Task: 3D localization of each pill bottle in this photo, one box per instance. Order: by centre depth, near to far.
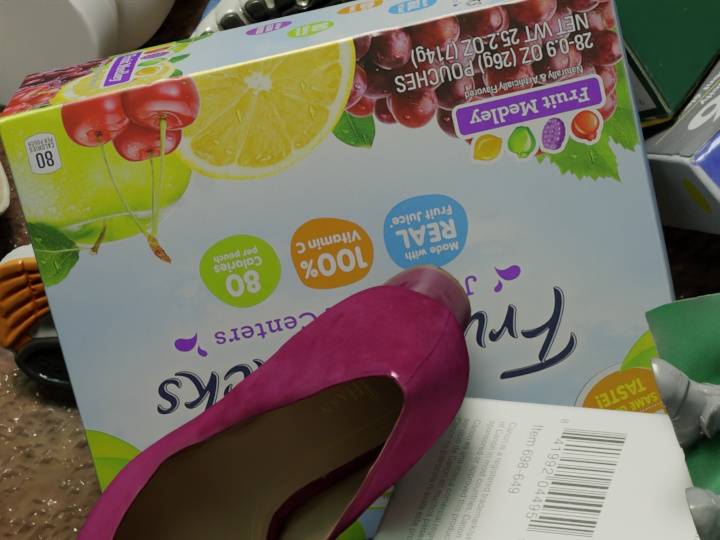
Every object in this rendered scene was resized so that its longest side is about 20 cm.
[{"bbox_3d":[-0.122,-0.165,1.068,0.108,0.109,0.201,1,42,20],"label":"pill bottle"}]

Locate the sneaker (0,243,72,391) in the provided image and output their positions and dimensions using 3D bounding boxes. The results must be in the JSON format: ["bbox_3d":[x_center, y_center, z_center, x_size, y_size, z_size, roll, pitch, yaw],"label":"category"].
[{"bbox_3d":[-0.036,-0.004,0.880,0.198,0.076,0.092,4,34,18],"label":"sneaker"}]

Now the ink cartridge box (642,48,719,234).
[{"bbox_3d":[0.178,-0.091,0.821,0.197,0.047,0.200,-42,10,-7],"label":"ink cartridge box"}]

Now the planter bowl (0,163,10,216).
[{"bbox_3d":[-0.256,-0.049,0.934,0.135,0.200,0.200,-44,39,8],"label":"planter bowl"}]

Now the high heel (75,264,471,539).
[{"bbox_3d":[-0.044,0.077,0.713,0.200,0.067,0.096,-51,1,17],"label":"high heel"}]

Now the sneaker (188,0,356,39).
[{"bbox_3d":[0.010,-0.128,0.856,0.199,0.079,0.089,-36,27,14],"label":"sneaker"}]

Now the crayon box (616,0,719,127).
[{"bbox_3d":[0.073,-0.113,0.920,0.199,0.058,0.173,-12,32,48],"label":"crayon box"}]

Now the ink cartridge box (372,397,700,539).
[{"bbox_3d":[0.100,0.119,0.673,0.199,0.085,0.146,3,44,23],"label":"ink cartridge box"}]

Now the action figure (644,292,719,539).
[{"bbox_3d":[0.180,0.023,0.626,0.199,0.055,0.119,-19,58,10],"label":"action figure"}]

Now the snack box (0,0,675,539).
[{"bbox_3d":[0.000,0.000,0.778,0.198,0.170,0.068,-11,17,5],"label":"snack box"}]
